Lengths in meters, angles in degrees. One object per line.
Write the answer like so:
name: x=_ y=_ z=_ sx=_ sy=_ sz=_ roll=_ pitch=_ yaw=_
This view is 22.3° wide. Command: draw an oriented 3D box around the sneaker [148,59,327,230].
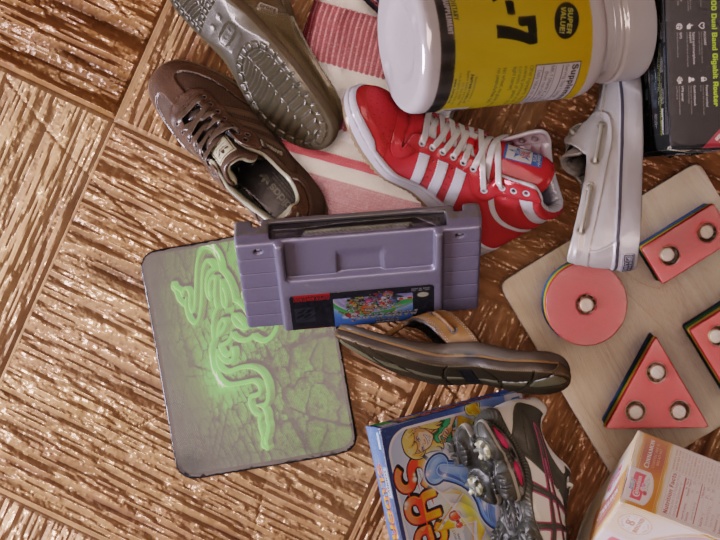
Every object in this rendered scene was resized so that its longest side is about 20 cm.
sneaker: x=-0.105 y=-0.107 z=1.515 sx=0.200 sy=0.076 sz=0.071 roll=43 pitch=96 yaw=11

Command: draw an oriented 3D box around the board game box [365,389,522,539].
board game box: x=0.090 y=0.213 z=1.530 sx=0.134 sy=0.034 sz=0.202 roll=-13 pitch=92 yaw=-20

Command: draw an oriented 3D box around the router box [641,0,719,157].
router box: x=0.262 y=-0.192 z=1.471 sx=0.062 sy=0.150 sz=0.202 roll=-2 pitch=93 yaw=-1

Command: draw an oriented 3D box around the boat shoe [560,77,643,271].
boat shoe: x=0.196 y=-0.093 z=1.494 sx=0.065 sy=0.072 sz=0.202 roll=3 pitch=70 yaw=4

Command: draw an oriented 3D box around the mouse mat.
mouse mat: x=-0.096 y=0.070 z=1.569 sx=0.160 sy=0.008 sz=0.202 roll=-10 pitch=91 yaw=3

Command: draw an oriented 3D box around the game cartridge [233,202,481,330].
game cartridge: x=0.000 y=0.000 z=1.503 sx=0.198 sy=0.130 sz=0.039 roll=-5 pitch=52 yaw=-1

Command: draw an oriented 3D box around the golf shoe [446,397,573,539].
golf shoe: x=0.146 y=0.202 z=1.494 sx=0.088 sy=0.077 sz=0.201 roll=-26 pitch=103 yaw=-34

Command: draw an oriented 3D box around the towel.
towel: x=0.007 y=-0.135 z=1.550 sx=0.143 sy=0.023 sz=0.202 roll=16 pitch=91 yaw=4

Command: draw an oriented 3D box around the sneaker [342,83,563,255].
sneaker: x=0.082 y=-0.096 z=1.470 sx=0.112 sy=0.072 sz=0.200 roll=-22 pitch=131 yaw=37

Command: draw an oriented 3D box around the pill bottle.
pill bottle: x=0.123 y=-0.188 z=1.432 sx=0.198 sy=0.114 sz=0.115 roll=-8 pitch=92 yaw=-17

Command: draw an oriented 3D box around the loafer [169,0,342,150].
loafer: x=-0.076 y=-0.190 z=1.516 sx=0.067 sy=0.076 sz=0.200 roll=-36 pitch=87 yaw=-40

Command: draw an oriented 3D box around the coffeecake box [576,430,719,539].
coffeecake box: x=0.286 y=0.229 z=1.483 sx=0.199 sy=0.154 sz=0.073 roll=21 pitch=55 yaw=2

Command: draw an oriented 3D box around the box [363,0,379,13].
box: x=0.068 y=-0.258 z=1.516 sx=0.200 sy=0.038 sz=0.137 roll=43 pitch=79 yaw=0

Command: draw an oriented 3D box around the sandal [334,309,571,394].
sandal: x=0.079 y=0.061 z=1.519 sx=0.198 sy=0.082 sz=0.055 roll=5 pitch=72 yaw=18

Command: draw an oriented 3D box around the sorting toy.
sorting toy: x=0.250 y=0.047 z=1.522 sx=0.198 sy=0.070 sz=0.201 roll=-31 pitch=91 yaw=3
